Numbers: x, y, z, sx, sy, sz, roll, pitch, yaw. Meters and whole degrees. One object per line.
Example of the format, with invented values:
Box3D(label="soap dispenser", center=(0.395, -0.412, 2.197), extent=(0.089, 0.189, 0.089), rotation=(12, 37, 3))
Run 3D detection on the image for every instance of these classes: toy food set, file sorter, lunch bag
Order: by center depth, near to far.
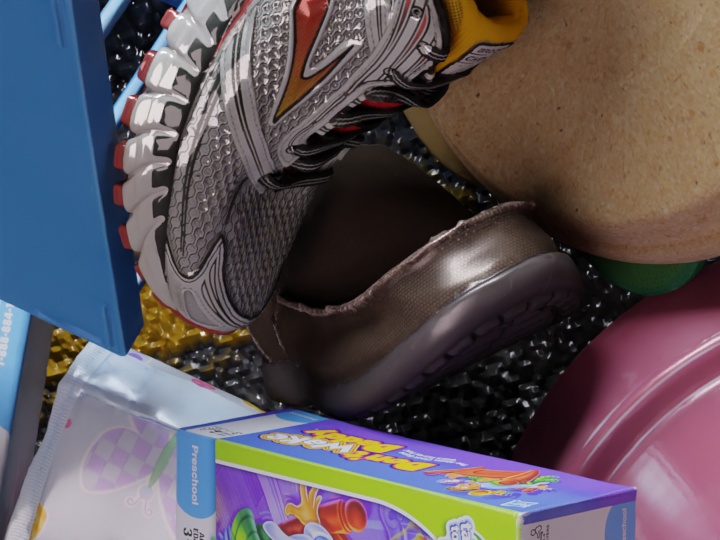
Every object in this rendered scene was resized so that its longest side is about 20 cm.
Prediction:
Box3D(label="toy food set", center=(0.080, -0.094, 0.803), extent=(0.198, 0.049, 0.201), rotation=(33, 119, 37))
Box3D(label="file sorter", center=(-0.105, -0.095, 0.832), extent=(0.138, 0.123, 0.200), rotation=(25, 153, 13))
Box3D(label="lunch bag", center=(-0.026, 0.125, 0.955), extent=(0.169, 0.127, 0.200), rotation=(21, 134, 15))

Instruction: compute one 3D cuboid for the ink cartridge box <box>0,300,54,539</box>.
Box3D(label="ink cartridge box", center=(-0.210, 0.048, 0.960), extent=(0.199, 0.116, 0.068), rotation=(8, 161, 2))

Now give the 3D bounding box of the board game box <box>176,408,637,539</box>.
Box3D(label="board game box", center=(0.009, 0.148, 0.784), extent=(0.134, 0.045, 0.201), rotation=(9, 102, 46))

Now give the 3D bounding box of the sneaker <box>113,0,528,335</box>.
Box3D(label="sneaker", center=(-0.004, -0.064, 0.785), extent=(0.082, 0.078, 0.200), rotation=(32, 118, 14))

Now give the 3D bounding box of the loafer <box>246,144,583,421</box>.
Box3D(label="loafer", center=(0.000, 0.000, 0.861), extent=(0.071, 0.073, 0.200), rotation=(66, 160, -4))

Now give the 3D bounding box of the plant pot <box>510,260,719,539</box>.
Box3D(label="plant pot", center=(0.146, 0.111, 0.783), extent=(0.199, 0.179, 0.201), rotation=(-3, 108, -9))
